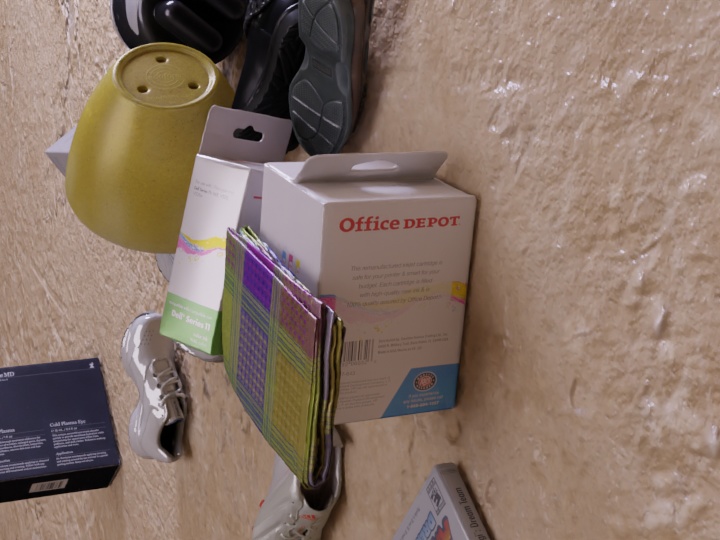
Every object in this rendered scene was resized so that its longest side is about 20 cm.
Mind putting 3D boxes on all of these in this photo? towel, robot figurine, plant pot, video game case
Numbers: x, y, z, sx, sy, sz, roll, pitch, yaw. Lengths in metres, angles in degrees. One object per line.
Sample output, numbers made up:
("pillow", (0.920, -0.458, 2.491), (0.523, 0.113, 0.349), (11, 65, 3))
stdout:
("towel", (-0.063, 0.060, 0.957), (0.200, 0.023, 0.144), (-141, 51, -57))
("robot figurine", (-0.192, -0.276, 1.352), (0.200, 0.150, 0.125), (24, 131, 62))
("plant pot", (-0.191, -0.137, 1.254), (0.142, 0.199, 0.200), (101, 151, -47))
("video game case", (0.068, 0.283, 1.010), (0.182, 0.024, 0.200), (65, 147, 36))

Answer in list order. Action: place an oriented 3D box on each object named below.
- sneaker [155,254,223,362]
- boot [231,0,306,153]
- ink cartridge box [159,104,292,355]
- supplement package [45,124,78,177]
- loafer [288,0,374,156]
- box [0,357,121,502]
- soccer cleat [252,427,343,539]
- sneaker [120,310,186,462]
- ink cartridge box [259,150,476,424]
("sneaker", (-0.179, 0.011, 1.412), (0.087, 0.074, 0.200), (-58, 43, 43))
("boot", (-0.085, -0.218, 1.189), (0.211, 0.079, 0.158), (-58, 46, 43))
("ink cartridge box", (-0.091, -0.032, 1.093), (0.067, 0.117, 0.201), (18, 100, 36))
("supplement package", (-0.262, -0.127, 1.467), (0.120, 0.121, 0.200), (53, 164, -20))
("loafer", (-0.015, -0.173, 1.087), (0.072, 0.063, 0.200), (40, 149, 21))
("box", (-0.488, 0.244, 1.949), (0.104, 0.199, 0.183), (126, 134, -54))
("soccer cleat", (-0.059, 0.229, 1.218), (0.078, 0.069, 0.201), (38, 125, 53))
("sneaker", (-0.250, 0.150, 1.613), (0.087, 0.074, 0.201), (14, 113, 51))
("ink cartridge box", (0.000, 0.000, 0.990), (0.125, 0.128, 0.201), (34, 124, 58))
